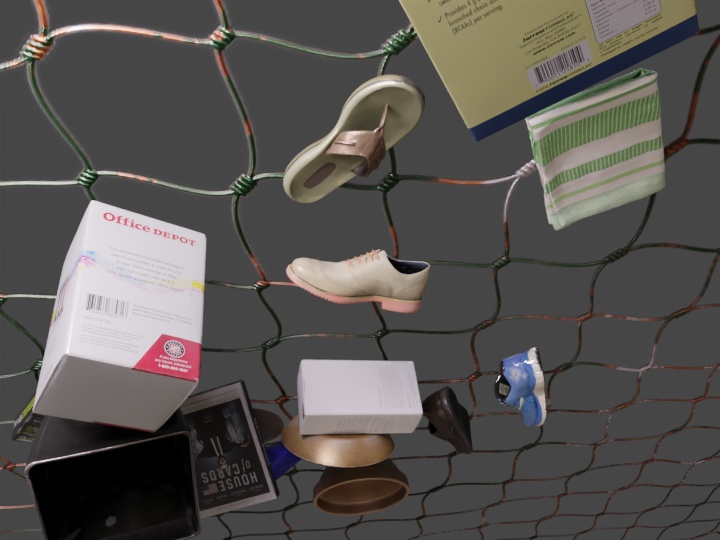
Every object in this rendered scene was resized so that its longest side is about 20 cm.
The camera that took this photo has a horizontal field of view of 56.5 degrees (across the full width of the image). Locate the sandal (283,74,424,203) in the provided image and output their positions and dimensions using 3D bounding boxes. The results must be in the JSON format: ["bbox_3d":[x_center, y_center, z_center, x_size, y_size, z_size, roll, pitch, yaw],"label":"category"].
[{"bbox_3d":[-0.005,-0.125,0.714,0.079,0.058,0.200,24,132,-35],"label":"sandal"}]

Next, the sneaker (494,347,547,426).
[{"bbox_3d":[0.282,0.210,1.190,0.087,0.080,0.202,-9,134,12],"label":"sneaker"}]

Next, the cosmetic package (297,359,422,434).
[{"bbox_3d":[-0.003,0.208,1.099,0.195,0.103,0.075,3,140,-13],"label":"cosmetic package"}]

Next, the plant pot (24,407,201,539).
[{"bbox_3d":[-0.340,0.260,0.941,0.195,0.178,0.204,-8,122,-18],"label":"plant pot"}]

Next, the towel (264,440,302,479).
[{"bbox_3d":[-0.181,0.364,1.234,0.147,0.050,0.199,-38,162,28],"label":"towel"}]

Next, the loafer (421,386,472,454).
[{"bbox_3d":[0.162,0.284,1.261,0.070,0.074,0.201,-14,134,16],"label":"loafer"}]

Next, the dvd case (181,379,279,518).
[{"bbox_3d":[-0.232,0.299,1.117,0.147,0.204,0.025,-17,-178,11],"label":"dvd case"}]

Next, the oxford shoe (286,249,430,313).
[{"bbox_3d":[0.000,0.000,0.880,0.196,0.071,0.075,8,119,-26],"label":"oxford shoe"}]

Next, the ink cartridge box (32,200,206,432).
[{"bbox_3d":[-0.272,0.055,0.774,0.143,0.203,0.145,18,138,-29],"label":"ink cartridge box"}]

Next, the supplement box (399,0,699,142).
[{"bbox_3d":[0.128,-0.250,0.519,0.197,0.136,0.200,-24,140,19],"label":"supplement box"}]

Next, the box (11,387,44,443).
[{"bbox_3d":[-0.440,0.247,1.085,0.197,0.048,0.193,18,142,-30],"label":"box"}]

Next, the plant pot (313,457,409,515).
[{"bbox_3d":[-0.002,0.423,1.376,0.196,0.094,0.203,-6,143,-4],"label":"plant pot"}]

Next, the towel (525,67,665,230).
[{"bbox_3d":[0.281,-0.135,0.787,0.150,0.024,0.201,-20,140,13],"label":"towel"}]

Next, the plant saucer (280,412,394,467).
[{"bbox_3d":[-0.037,0.273,1.145,0.196,0.200,0.036,4,100,-15],"label":"plant saucer"}]

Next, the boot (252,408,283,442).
[{"bbox_3d":[-0.226,0.331,1.246,0.182,0.065,0.202,-4,144,-3],"label":"boot"}]
